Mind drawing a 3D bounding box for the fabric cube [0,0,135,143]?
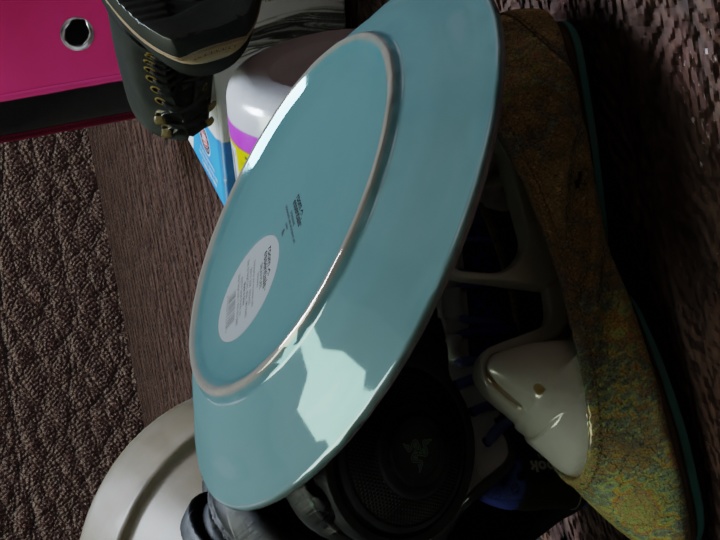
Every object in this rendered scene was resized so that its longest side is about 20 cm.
[{"bbox_3d":[-0.260,-0.238,1.499,0.200,0.194,0.202,155,104,-78],"label":"fabric cube"}]

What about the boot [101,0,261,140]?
[{"bbox_3d":[-0.084,-0.106,0.830,0.201,0.077,0.140,-117,16,-54],"label":"boot"}]

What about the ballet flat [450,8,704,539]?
[{"bbox_3d":[0.063,0.009,0.597,0.071,0.070,0.202,140,117,-76],"label":"ballet flat"}]

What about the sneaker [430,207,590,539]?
[{"bbox_3d":[0.047,0.044,0.664,0.114,0.080,0.202,10,89,47],"label":"sneaker"}]

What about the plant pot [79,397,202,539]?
[{"bbox_3d":[-0.033,0.180,0.944,0.173,0.198,0.202,17,120,54],"label":"plant pot"}]

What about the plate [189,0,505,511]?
[{"bbox_3d":[-0.017,-0.016,0.592,0.200,0.025,0.202,-47,29,36],"label":"plate"}]

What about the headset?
[{"bbox_3d":[-0.023,0.077,0.604,0.123,0.093,0.202,-41,43,38],"label":"headset"}]

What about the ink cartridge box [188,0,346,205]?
[{"bbox_3d":[-0.065,-0.161,0.958,0.146,0.083,0.202,-121,24,-53],"label":"ink cartridge box"}]

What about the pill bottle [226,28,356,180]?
[{"bbox_3d":[0.000,0.000,0.780,0.104,0.103,0.202,-125,26,-60],"label":"pill bottle"}]

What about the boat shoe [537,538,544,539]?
[{"bbox_3d":[0.074,0.144,0.659,0.200,0.072,0.066,179,73,-77],"label":"boat shoe"}]
